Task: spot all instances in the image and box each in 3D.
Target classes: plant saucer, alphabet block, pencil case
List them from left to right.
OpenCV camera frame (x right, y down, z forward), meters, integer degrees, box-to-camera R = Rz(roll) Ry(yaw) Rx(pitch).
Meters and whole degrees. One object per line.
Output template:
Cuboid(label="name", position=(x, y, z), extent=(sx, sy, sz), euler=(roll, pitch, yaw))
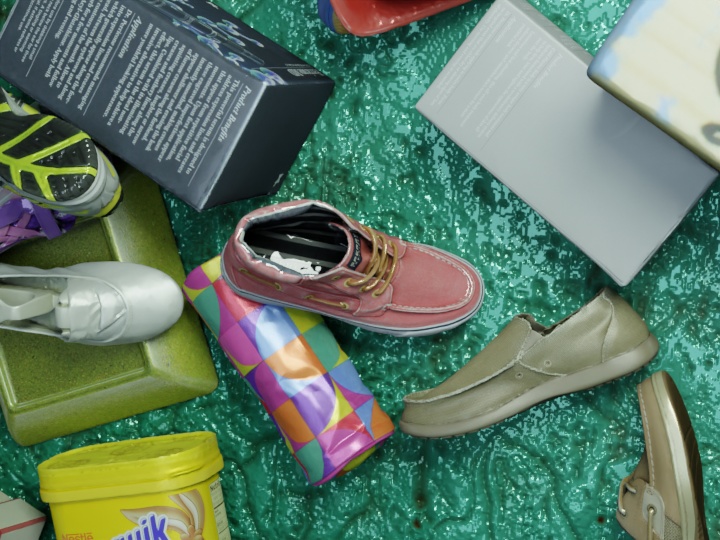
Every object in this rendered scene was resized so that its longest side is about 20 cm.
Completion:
Cuboid(label="plant saucer", position=(-0.237, 0.031, 1.242), extent=(0.199, 0.048, 0.201), euler=(-17, 91, 19))
Cuboid(label="pencil case", position=(-0.056, 0.065, 1.172), extent=(0.088, 0.088, 0.201), euler=(-35, 83, 18))
Cuboid(label="alphabet block", position=(0.287, -0.146, 0.974), extent=(0.200, 0.196, 0.196), euler=(36, 108, 10))

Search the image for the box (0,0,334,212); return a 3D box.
Cuboid(label="box", position=(-0.145, -0.145, 1.137), extent=(0.199, 0.148, 0.107), euler=(34, 106, 11))

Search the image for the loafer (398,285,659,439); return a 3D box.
Cuboid(label="loafer", position=(0.117, 0.068, 1.123), extent=(0.199, 0.076, 0.068), euler=(-21, 89, 9))

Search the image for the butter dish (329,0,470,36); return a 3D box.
Cuboid(label="butter dish", position=(0.062, -0.275, 1.011), extent=(0.199, 0.148, 0.201), euler=(-23, 105, -14))

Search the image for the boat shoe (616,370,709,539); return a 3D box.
Cuboid(label="boat shoe", position=(0.214, 0.173, 1.102), extent=(0.064, 0.071, 0.201), euler=(-8, 96, 18))

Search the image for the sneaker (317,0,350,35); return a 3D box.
Cuboid(label="sneaker", position=(-0.006, -0.275, 1.124), extent=(0.088, 0.075, 0.201), euler=(16, 93, 23))

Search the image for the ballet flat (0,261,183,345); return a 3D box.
Cuboid(label="ballet flat", position=(-0.237, 0.028, 1.181), extent=(0.199, 0.069, 0.070), euler=(5, 98, 17))

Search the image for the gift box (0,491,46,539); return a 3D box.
Cuboid(label="gift box", position=(-0.380, 0.263, 1.253), extent=(0.186, 0.184, 0.201), euler=(27, 108, 22))

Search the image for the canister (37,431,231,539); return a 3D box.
Cuboid(label="canister", position=(-0.168, 0.241, 1.227), extent=(0.148, 0.087, 0.201), euler=(-9, 96, 19))

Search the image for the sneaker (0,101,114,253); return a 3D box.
Cuboid(label="sneaker", position=(-0.266, -0.049, 1.170), extent=(0.088, 0.081, 0.200), euler=(29, 61, 28))

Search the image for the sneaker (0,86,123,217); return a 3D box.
Cuboid(label="sneaker", position=(-0.256, -0.088, 1.116), extent=(0.200, 0.076, 0.076), euler=(33, 81, 29))

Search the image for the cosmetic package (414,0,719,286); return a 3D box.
Cuboid(label="cosmetic package", position=(0.150, -0.094, 1.083), extent=(0.200, 0.090, 0.107), euler=(42, 107, 6))

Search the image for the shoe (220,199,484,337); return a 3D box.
Cuboid(label="shoe", position=(0.000, 0.000, 1.104), extent=(0.199, 0.091, 0.072), euler=(9, 76, -8))
